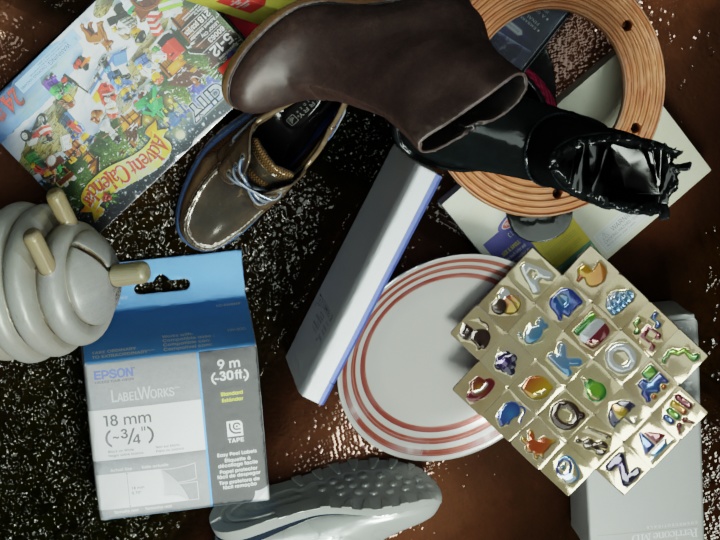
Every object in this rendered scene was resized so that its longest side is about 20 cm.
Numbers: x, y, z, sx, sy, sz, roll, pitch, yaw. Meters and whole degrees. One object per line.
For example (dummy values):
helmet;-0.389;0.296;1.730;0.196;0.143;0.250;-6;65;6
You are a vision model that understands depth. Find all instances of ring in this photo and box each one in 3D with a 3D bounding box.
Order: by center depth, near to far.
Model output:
ring;0.146;-0.142;1.463;0.198;0.019;0.203;-4;105;-13

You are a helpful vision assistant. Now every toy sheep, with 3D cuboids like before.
toy sheep;-0.256;0.007;1.443;0.198;0.138;0.139;-1;104;25

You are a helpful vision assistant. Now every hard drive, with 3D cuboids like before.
hard drive;0.000;0.000;1.485;0.025;0.132;0.201;26;96;-11

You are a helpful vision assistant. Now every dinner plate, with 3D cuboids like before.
dinner plate;0.074;0.071;1.544;0.198;0.024;0.202;-9;121;-15

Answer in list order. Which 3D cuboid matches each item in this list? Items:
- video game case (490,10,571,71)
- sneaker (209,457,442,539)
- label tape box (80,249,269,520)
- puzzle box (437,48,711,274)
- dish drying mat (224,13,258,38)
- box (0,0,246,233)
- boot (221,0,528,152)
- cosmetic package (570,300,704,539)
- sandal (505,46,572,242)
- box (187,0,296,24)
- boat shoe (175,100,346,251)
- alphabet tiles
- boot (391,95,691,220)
video game case;0.089;-0.218;1.485;0.143;0.019;0.200;40;95;12
sneaker;-0.027;0.218;1.563;0.198;0.077;0.081;-11;114;-1
label tape box;-0.156;0.094;1.516;0.143;0.063;0.202;-6;102;-8
puzzle box;0.179;-0.072;1.551;0.200;0.025;0.133;-40;104;1
dish drying mat;-0.101;-0.220;1.486;0.077;0.018;0.201;-36;105;4
box;-0.188;-0.144;1.469;0.200;0.038;0.137;-42;104;7
boot;0.007;-0.142;1.368;0.199;0.167;0.073;-28;137;-5
cosmetic package;0.231;0.133;1.568;0.106;0.090;0.202;-7;99;-4
sandal;0.131;-0.123;1.502;0.074;0.045;0.202;-15;85;4
box;-0.085;-0.236;1.432;0.198;0.050;0.076;17;77;-28
boat shoe;-0.080;-0.091;1.477;0.072;0.072;0.200;34;104;-16
alphabet tiles;0.179;0.083;1.512;0.200;0.006;0.167;42;103;-3
boot;0.134;-0.090;1.378;0.196;0.162;0.074;10;101;-15
